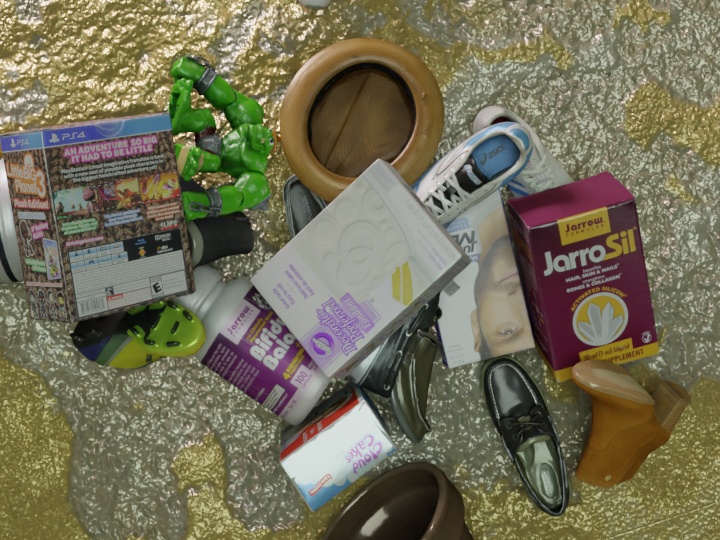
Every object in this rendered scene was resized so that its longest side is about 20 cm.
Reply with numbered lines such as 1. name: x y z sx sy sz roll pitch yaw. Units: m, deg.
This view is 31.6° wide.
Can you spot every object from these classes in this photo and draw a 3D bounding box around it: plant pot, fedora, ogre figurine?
1. plant pot: 0.069 0.353 1.466 0.200 0.200 0.175 -41 110 -1
2. fedora: 0.001 -0.167 1.482 0.199 0.082 0.203 0 81 -1
3. ogre figurine: -0.159 -0.145 1.458 0.119 0.201 0.098 11 132 -35

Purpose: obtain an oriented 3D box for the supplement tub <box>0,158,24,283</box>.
1. supplement tub: -0.434 -0.052 1.438 0.198 0.140 0.142 -7 92 -3

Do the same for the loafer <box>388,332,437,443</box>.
1. loafer: 0.059 0.103 1.501 0.069 0.075 0.202 -12 92 2

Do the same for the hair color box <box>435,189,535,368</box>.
1. hair color box: 0.130 0.004 1.508 0.108 0.065 0.202 -14 94 -2

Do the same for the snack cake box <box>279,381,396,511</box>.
1. snack cake box: -0.028 0.191 1.436 0.115 0.200 0.067 -34 93 -1

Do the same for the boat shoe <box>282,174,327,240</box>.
1. boat shoe: -0.050 -0.017 1.489 0.072 0.071 0.201 -24 89 9

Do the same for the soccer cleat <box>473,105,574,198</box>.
1. soccer cleat: 0.204 -0.110 1.496 0.070 0.086 0.200 -43 94 -1

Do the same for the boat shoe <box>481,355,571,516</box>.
1. boat shoe: 0.204 0.197 1.515 0.071 0.066 0.202 -22 93 -2

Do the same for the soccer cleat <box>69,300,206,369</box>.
1. soccer cleat: -0.242 0.078 1.446 0.084 0.199 0.065 47 52 -42

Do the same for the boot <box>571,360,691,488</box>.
1. boot: 0.285 0.185 1.467 0.200 0.071 0.145 15 115 -38

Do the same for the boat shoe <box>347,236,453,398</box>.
1. boat shoe: 0.059 0.051 1.444 0.056 0.069 0.201 33 92 4

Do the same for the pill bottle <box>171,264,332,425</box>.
1. pill bottle: -0.124 0.080 1.471 0.199 0.112 0.113 34 90 -2

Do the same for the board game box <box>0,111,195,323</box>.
1. board game box: -0.280 -0.059 1.365 0.159 0.096 0.202 -14 100 -41

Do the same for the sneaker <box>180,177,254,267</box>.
1. sneaker: -0.212 -0.084 1.492 0.075 0.106 0.201 -48 65 32

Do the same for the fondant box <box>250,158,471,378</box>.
1. fondant box: 0.000 0.000 1.396 0.200 0.058 0.145 -43 76 10

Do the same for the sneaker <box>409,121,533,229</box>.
1. sneaker: 0.108 -0.097 1.432 0.200 0.072 0.072 -40 88 11

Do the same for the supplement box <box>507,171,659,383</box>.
1. supplement box: 0.257 0.007 1.466 0.130 0.103 0.202 -16 112 -2

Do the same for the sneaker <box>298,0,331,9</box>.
1. sneaker: -0.053 -0.407 1.479 0.070 0.080 0.202 2 93 -5
